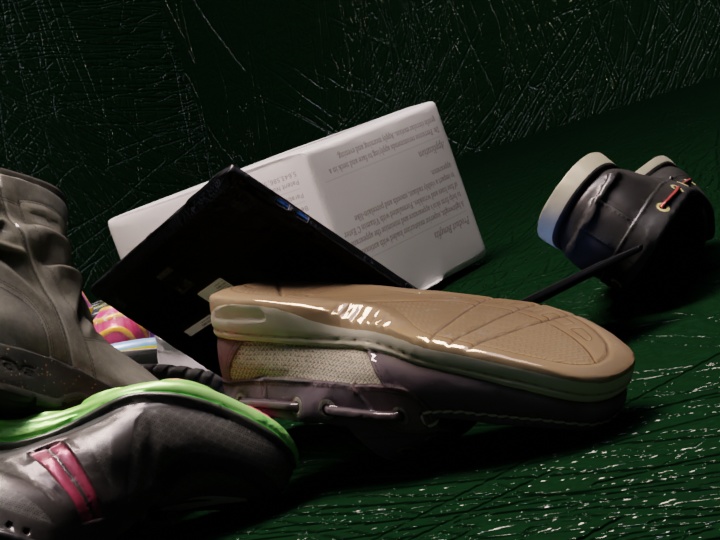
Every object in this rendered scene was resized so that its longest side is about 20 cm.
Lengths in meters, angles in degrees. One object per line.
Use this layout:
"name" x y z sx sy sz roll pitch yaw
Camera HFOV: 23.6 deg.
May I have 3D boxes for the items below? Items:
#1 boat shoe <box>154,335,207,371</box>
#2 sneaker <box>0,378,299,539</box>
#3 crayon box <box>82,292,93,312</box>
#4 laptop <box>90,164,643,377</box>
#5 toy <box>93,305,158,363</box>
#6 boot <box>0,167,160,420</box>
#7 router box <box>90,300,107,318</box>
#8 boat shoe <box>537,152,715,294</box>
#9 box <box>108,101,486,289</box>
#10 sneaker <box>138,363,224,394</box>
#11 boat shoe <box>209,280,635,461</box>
"boat shoe" -0.047 0.036 1.015 0.199 0.069 0.072 -15 7 45
"sneaker" -0.122 0.098 0.697 0.198 0.084 0.077 -7 -36 -9
"crayon box" -0.297 0.081 1.164 0.199 0.058 0.173 -23 -22 -36
"laptop" 0.000 0.000 0.838 0.177 0.199 0.104 -33 27 56
"toy" -0.169 0.051 1.130 0.199 0.048 0.115 -8 -11 -39
"boot" -0.132 0.020 0.786 0.067 0.132 0.200 -26 -31 26
"router box" -0.231 0.067 1.431 0.149 0.063 0.199 -13 8 44
"boat shoe" 0.156 -0.021 0.934 0.074 0.063 0.201 -59 -19 12
"box" -0.044 -0.024 1.305 0.199 0.132 0.199 -17 6 34
"sneaker" -0.147 0.087 0.879 0.199 0.077 0.075 -1 -8 -32
"boat shoe" 0.021 0.045 0.698 0.199 0.065 0.072 8 15 35
